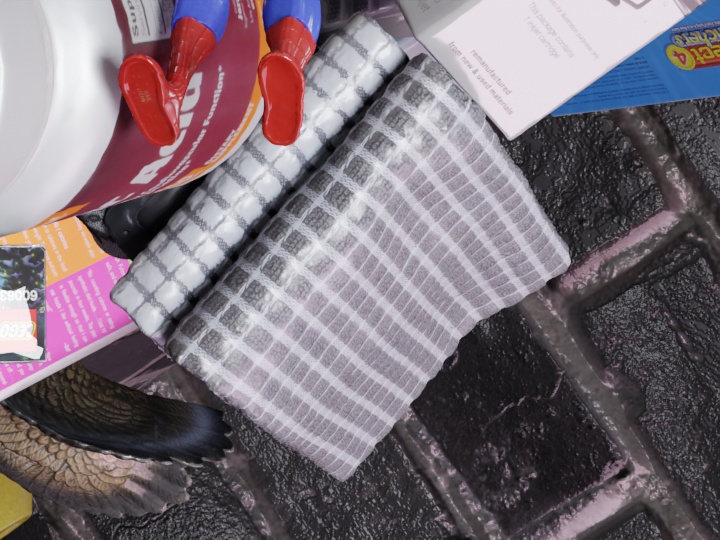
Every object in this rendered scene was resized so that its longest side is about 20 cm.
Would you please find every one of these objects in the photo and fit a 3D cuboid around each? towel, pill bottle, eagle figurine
[{"bbox_3d":[0.000,0.000,0.949,0.166,0.086,0.200,-51,154,-2],"label":"towel"},{"bbox_3d":[-0.111,-0.071,0.711,0.114,0.114,0.200,-35,176,21],"label":"pill bottle"},{"bbox_3d":[-0.173,0.057,1.196,0.151,0.200,0.152,-35,177,22],"label":"eagle figurine"}]

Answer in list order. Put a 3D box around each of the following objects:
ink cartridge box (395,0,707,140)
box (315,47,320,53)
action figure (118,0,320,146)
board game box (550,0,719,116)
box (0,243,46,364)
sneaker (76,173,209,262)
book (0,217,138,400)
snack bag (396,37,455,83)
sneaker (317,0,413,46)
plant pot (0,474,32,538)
[{"bbox_3d":[0.101,-0.175,0.919,0.200,0.146,0.084,-36,135,12],"label":"ink cartridge box"},{"bbox_3d":[0.054,-0.186,1.180,0.200,0.038,0.137,-35,176,26],"label":"box"},{"bbox_3d":[-0.032,-0.140,0.690,0.065,0.099,0.200,1,-137,8],"label":"action figure"},{"bbox_3d":[0.186,-0.164,0.998,0.196,0.056,0.200,-51,-154,-24],"label":"board game box"},{"bbox_3d":[-0.199,0.011,0.721,0.136,0.038,0.200,0,180,-26],"label":"box"},{"bbox_3d":[-0.127,-0.040,0.884,0.200,0.075,0.114,-29,138,-21],"label":"sneaker"},{"bbox_3d":[-0.177,0.005,0.988,0.200,0.048,0.134,-27,134,-11],"label":"book"},{"bbox_3d":[0.095,-0.147,1.224,0.188,0.021,0.200,-31,171,20],"label":"snack bag"},{"bbox_3d":[0.017,-0.150,1.077,0.200,0.075,0.082,-5,180,-22],"label":"sneaker"},{"bbox_3d":[-0.316,0.144,1.560,0.200,0.142,0.200,-33,177,-2],"label":"plant pot"}]
